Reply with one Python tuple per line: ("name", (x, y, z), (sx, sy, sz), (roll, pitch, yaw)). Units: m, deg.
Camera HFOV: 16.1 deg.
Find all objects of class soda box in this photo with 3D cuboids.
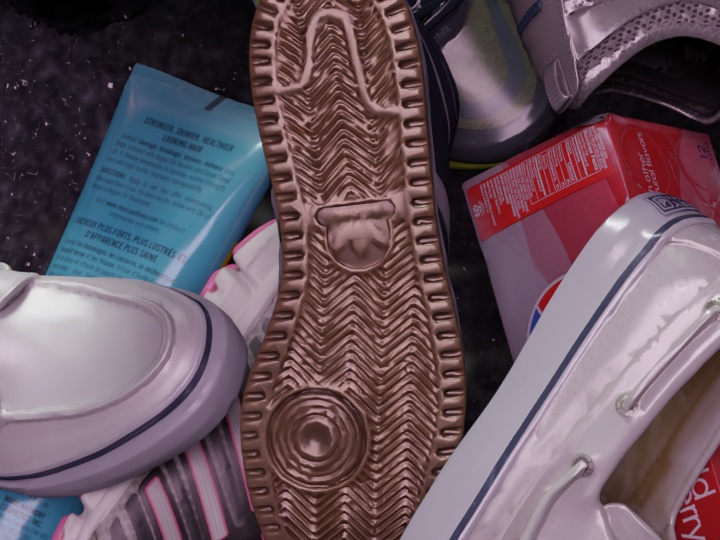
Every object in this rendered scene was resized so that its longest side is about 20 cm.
("soda box", (0.101, 0.052, 0.833), (0.063, 0.070, 0.201), (-27, 69, 35))

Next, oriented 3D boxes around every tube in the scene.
("tube", (-0.092, 0.026, 0.891), (0.077, 0.050, 0.200), (21, 81, 24))

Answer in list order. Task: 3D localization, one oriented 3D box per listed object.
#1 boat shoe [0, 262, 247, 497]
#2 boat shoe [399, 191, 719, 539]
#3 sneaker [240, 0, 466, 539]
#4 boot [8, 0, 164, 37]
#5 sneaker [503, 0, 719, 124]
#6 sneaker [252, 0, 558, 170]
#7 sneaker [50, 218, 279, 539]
("boat shoe", (-0.136, 0.033, 0.844), (0.199, 0.067, 0.074), (-9, 58, 29))
("boat shoe", (0.073, 0.083, 0.768), (0.086, 0.075, 0.202), (35, 97, 33))
("sneaker", (0.000, 0.000, 0.825), (0.070, 0.109, 0.201), (-1, 95, 4))
("boot", (-0.017, -0.128, 0.752), (0.162, 0.198, 0.074), (-34, 121, -26))
("sneaker", (0.139, -0.077, 0.848), (0.199, 0.075, 0.082), (0, 67, -15))
("sneaker", (-0.010, -0.112, 0.882), (0.200, 0.081, 0.074), (42, 82, 4))
("sneaker", (-0.041, 0.083, 0.861), (0.087, 0.074, 0.200), (26, 79, 16))
